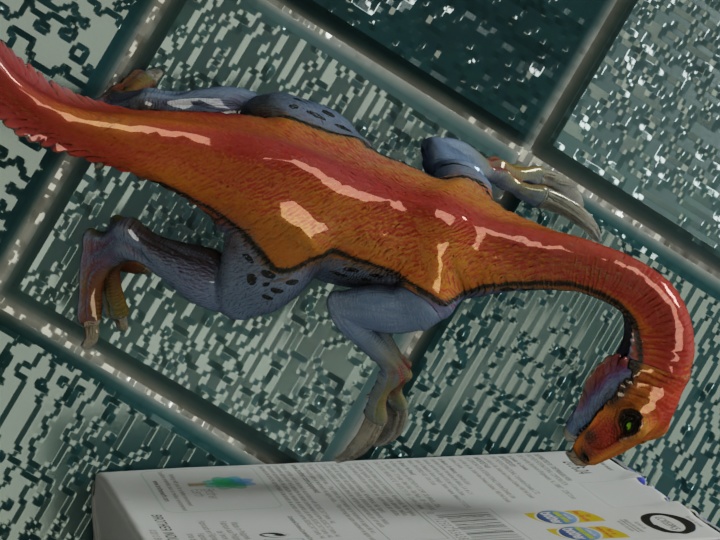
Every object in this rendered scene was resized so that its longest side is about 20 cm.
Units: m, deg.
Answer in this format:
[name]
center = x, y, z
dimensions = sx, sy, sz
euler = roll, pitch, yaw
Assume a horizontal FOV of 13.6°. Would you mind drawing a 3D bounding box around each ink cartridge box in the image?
[ink cartridge box]
center = 0.027, 0.103, 0.894
dimensions = 0.199, 0.136, 0.077
euler = -4, 99, -12

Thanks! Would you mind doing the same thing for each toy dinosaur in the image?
[toy dinosaur]
center = 0.000, 0.000, 0.868
dimensions = 0.181, 0.200, 0.106
euler = 9, 82, 30
